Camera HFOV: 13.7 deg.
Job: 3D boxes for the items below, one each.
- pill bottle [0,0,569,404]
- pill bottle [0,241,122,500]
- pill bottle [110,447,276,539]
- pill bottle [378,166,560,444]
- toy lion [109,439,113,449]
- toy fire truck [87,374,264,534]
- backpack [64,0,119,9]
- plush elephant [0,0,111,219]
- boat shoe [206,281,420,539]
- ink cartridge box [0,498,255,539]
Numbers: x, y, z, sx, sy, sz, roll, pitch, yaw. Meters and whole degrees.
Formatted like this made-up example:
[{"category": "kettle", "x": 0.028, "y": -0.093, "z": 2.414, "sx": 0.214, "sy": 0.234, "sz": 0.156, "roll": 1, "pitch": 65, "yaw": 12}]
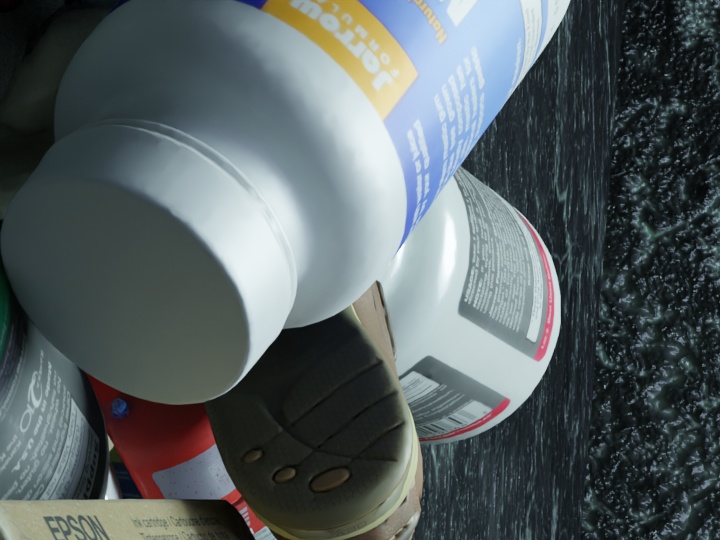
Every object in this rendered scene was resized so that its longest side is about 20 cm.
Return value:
[{"category": "pill bottle", "x": -0.022, "y": -0.054, "z": 0.902, "sx": 0.200, "sy": 0.112, "sz": 0.112, "roll": -54, "pitch": 147, "yaw": -42}, {"category": "pill bottle", "x": -0.142, "y": 0.048, "z": 0.936, "sx": 0.200, "sy": 0.113, "sz": 0.113, "roll": 70, "pitch": 24, "yaw": -64}, {"category": "pill bottle", "x": -0.062, "y": 0.090, "z": 1.304, "sx": 0.112, "sy": 0.112, "sz": 0.200, "roll": -79, "pitch": 158, "yaw": -43}, {"category": "pill bottle", "x": 0.000, "y": 0.000, "z": 1.156, "sx": 0.200, "sy": 0.110, "sz": 0.111, "roll": 31, "pitch": 60, "yaw": -68}, {"category": "toy lion", "x": -0.142, "y": 0.143, "z": 1.107, "sx": 0.192, "sy": 0.068, "sz": 0.201, "roll": -50, "pitch": 140, "yaw": -62}, {"category": "toy fire truck", "x": -0.098, "y": -0.008, "z": 1.047, "sx": 0.200, "sy": 0.049, "sz": 0.141, "roll": 58, "pitch": -6, "yaw": 38}, {"category": "backpack", "x": -0.068, "y": -0.118, "z": 1.254, "sx": 0.183, "sy": 0.134, "sz": 0.201, "roll": 41, "pitch": 52, "yaw": -76}, {"category": "plush elephant", "x": -0.130, "y": -0.114, "z": 0.951, "sx": 0.200, "sy": 0.165, "sz": 0.155, "roll": 12, "pitch": 118, "yaw": -48}, {"category": "boat shoe", "x": -0.027, "y": 0.016, "z": 0.983, "sx": 0.068, "sy": 0.072, "sz": 0.200, "roll": 71, "pitch": 0, "yaw": -52}, {"category": "ink cartridge box", "x": -0.117, "y": 0.137, "z": 0.872, "sx": 0.075, "sy": 0.165, "sz": 0.200, "roll": 60, "pitch": 12, "yaw": 12}]
